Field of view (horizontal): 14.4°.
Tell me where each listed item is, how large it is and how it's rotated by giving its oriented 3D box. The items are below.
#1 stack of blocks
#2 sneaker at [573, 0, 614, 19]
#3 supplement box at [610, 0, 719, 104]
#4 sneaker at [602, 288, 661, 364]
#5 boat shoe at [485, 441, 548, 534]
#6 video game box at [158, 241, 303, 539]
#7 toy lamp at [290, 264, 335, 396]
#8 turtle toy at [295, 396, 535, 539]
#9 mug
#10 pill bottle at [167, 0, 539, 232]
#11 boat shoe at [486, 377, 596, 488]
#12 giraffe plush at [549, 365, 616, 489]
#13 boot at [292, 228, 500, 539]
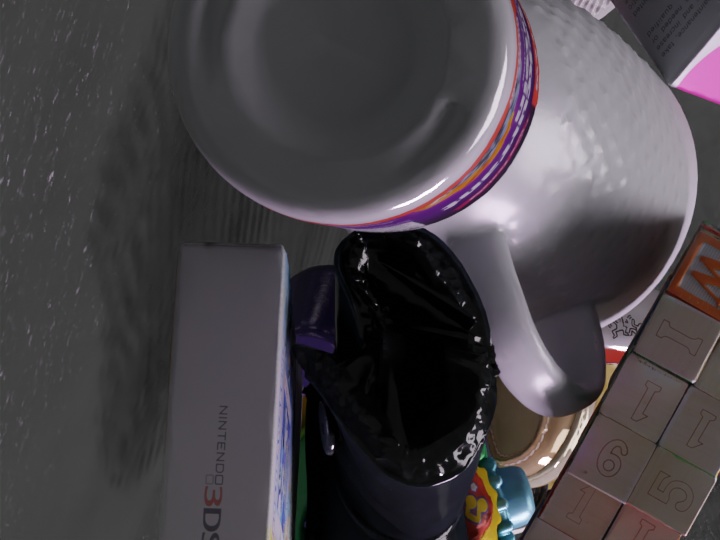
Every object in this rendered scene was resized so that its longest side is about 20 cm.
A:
[{"bbox_3d":[0.124,0.080,1.238,0.200,0.058,0.115,-61,175,7],"label":"stack of blocks"},{"bbox_3d":[0.059,-0.139,1.443,0.200,0.079,0.079,-33,141,-46],"label":"sneaker"},{"bbox_3d":[0.166,-0.176,1.375,0.103,0.101,0.200,-51,-134,24],"label":"supplement box"},{"bbox_3d":[0.107,-0.012,1.605,0.067,0.201,0.108,-99,-163,-74],"label":"sneaker"},{"bbox_3d":[0.058,0.038,1.484,0.062,0.075,0.201,-29,-107,63],"label":"boat shoe"},{"bbox_3d":[-0.049,0.112,1.083,0.182,0.047,0.201,94,-1,-71],"label":"video game box"},{"bbox_3d":[0.000,0.000,1.359,0.200,0.058,0.058,-59,165,-62],"label":"toy lamp"},{"bbox_3d":[0.012,0.137,1.330,0.101,0.146,0.200,-24,-143,51],"label":"turtle toy"},{"bbox_3d":[0.061,-0.032,1.239,0.175,0.147,0.201,29,43,-65],"label":"mug"},{"bbox_3d":[0.005,-0.069,0.984,0.200,0.111,0.112,0,107,-83],"label":"pill bottle"},{"bbox_3d":[0.072,0.008,1.417,0.074,0.069,0.201,-25,-127,40],"label":"boat shoe"},{"bbox_3d":[0.084,0.055,1.714,0.173,0.162,0.201,91,17,-69],"label":"giraffe plush"},{"bbox_3d":[0.013,0.098,1.088,0.168,0.076,0.201,98,-13,-70],"label":"boot"}]
